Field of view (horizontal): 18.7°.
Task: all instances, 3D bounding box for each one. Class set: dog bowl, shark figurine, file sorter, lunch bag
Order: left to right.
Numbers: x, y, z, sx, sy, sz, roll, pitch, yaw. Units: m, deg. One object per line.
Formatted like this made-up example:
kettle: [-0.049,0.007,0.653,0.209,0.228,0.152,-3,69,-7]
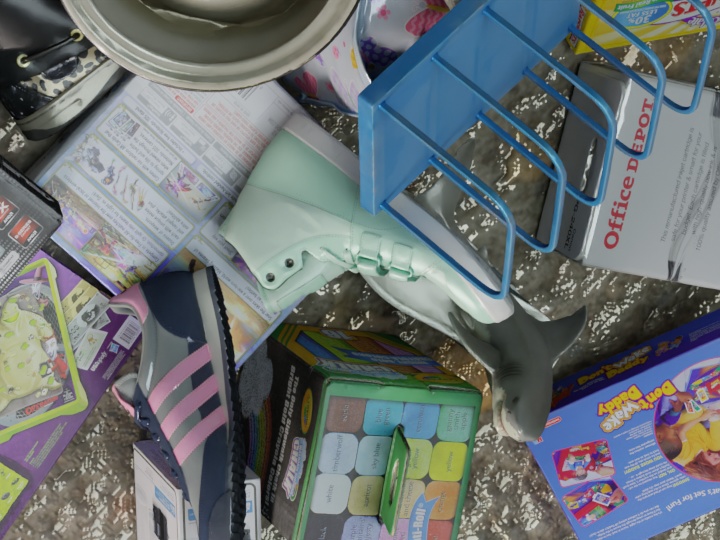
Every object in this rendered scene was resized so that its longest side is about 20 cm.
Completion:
dog bowl: [-0.093,-0.215,1.351,0.199,0.074,0.201,0,119,0]
lunch bag: [0.017,-0.201,1.459,0.127,0.169,0.201,10,96,-26]
shark figurine: [0.107,0.025,1.516,0.089,0.215,0.128,-25,156,9]
file sorter: [0.109,-0.101,1.358,0.200,0.123,0.139,-43,160,-18]

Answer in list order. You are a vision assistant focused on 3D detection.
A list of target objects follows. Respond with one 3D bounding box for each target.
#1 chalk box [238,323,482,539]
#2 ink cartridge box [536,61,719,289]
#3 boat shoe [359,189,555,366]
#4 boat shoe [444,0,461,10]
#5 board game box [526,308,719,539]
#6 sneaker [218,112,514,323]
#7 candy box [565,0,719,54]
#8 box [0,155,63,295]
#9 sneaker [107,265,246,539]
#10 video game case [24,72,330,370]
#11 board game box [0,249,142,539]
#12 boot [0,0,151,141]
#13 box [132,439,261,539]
chalk box: [0.002,0.123,1.515,0.124,0.200,0.125,6,102,-25]
ink cartridge box: [0.246,-0.066,1.635,0.199,0.083,0.146,10,99,-24]
boat shoe: [0.058,0.007,1.585,0.200,0.062,0.073,39,91,-4]
boat shoe: [0.050,-0.256,1.329,0.062,0.075,0.201,-20,102,-10]
board game box: [0.235,0.121,1.654,0.199,0.045,0.135,-25,111,11]
sneaker: [0.000,0.000,1.449,0.200,0.074,0.118,38,91,14]
candy box: [0.253,-0.214,1.603,0.199,0.026,0.102,-12,149,-19]
box: [-0.316,-0.012,1.412,0.160,0.044,0.200,40,95,-21]
sneaker: [-0.121,0.100,1.449,0.082,0.070,0.201,-8,72,1]
video game case: [-0.108,-0.052,1.499,0.181,0.045,0.200,-47,112,-1]
board game box: [-0.249,0.085,1.498,0.120,0.032,0.200,37,87,-30]
boot: [-0.190,-0.204,1.427,0.204,0.073,0.154,-46,112,-8]
box: [-0.114,0.227,1.541,0.060,0.117,0.201,-7,106,-21]
